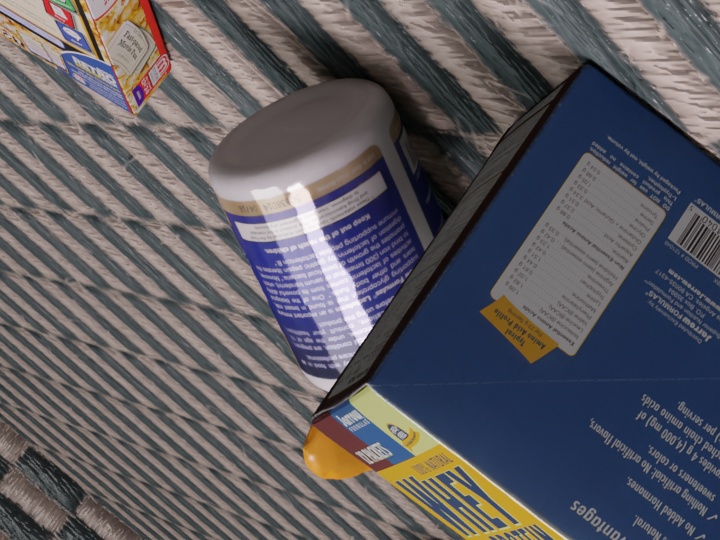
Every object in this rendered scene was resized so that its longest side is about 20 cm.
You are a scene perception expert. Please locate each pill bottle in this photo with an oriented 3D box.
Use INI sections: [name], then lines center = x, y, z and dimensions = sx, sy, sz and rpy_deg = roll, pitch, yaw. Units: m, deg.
[pill bottle]
center = 0.000, 0.000, 1.289
dimensions = 0.115, 0.115, 0.201
rpy_deg = 12, 133, 54

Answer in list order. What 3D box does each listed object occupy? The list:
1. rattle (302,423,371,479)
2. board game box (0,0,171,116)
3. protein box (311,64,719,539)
[rattle]
center = -0.021, 0.073, 1.510
dimensions = 0.200, 0.142, 0.131
rpy_deg = 45, 154, 39
[board game box]
center = -0.206, -0.193, 1.379
dimensions = 0.151, 0.046, 0.200
rpy_deg = 31, 163, 18
[protein box]
center = 0.118, 0.046, 1.117
dimensions = 0.198, 0.201, 0.135
rpy_deg = 37, 164, -4
